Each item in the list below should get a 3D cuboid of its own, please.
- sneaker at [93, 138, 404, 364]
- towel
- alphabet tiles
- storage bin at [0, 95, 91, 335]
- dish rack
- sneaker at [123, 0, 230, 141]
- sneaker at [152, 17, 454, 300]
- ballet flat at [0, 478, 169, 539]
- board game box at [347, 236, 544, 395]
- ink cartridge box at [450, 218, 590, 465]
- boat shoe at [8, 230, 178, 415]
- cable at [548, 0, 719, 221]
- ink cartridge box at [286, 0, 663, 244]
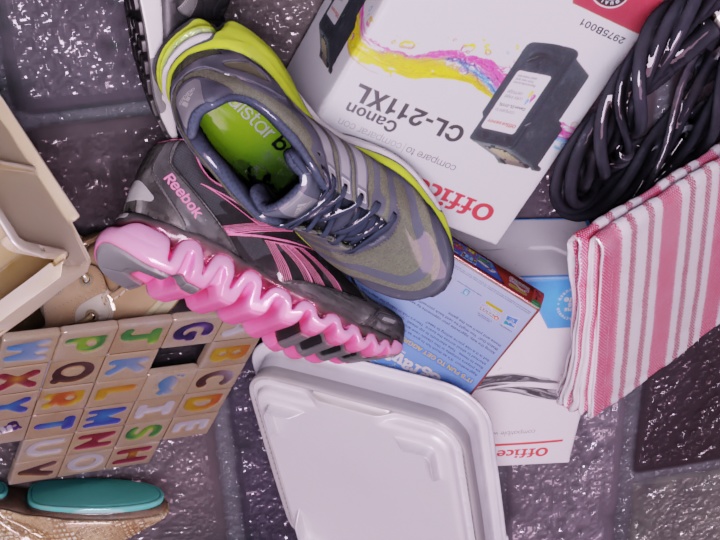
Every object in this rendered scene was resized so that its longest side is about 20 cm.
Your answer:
[{"bbox_3d":[-0.050,-0.010,0.836,0.199,0.096,0.079,27,155,-31],"label":"sneaker"},{"bbox_3d":[0.199,-0.008,0.923,0.199,0.030,0.147,-31,137,-29],"label":"towel"},{"bbox_3d":[-0.156,0.082,0.916,0.166,0.008,0.200,-7,150,-27],"label":"alphabet tiles"},{"bbox_3d":[-0.274,-0.029,0.754,0.199,0.094,0.199,-35,87,13],"label":"storage bin"},{"bbox_3d":[0.008,0.139,0.967,0.170,0.044,0.201,13,138,24],"label":"dish rack"},{"bbox_3d":[-0.082,-0.160,0.774,0.087,0.076,0.201,-11,128,-11],"label":"sneaker"},{"bbox_3d":[-0.028,-0.041,0.762,0.200,0.081,0.074,37,113,-23],"label":"sneaker"},{"bbox_3d":[-0.229,0.173,0.986,0.198,0.071,0.066,5,100,-6],"label":"ballet flat"},{"bbox_3d":[0.000,0.000,0.886,0.199,0.019,0.103,32,126,-5],"label":"board game box"},{"bbox_3d":[0.089,0.066,0.980,0.115,0.068,0.201,-1,127,-11],"label":"ink cartridge box"},{"bbox_3d":[-0.168,0.016,0.884,0.200,0.072,0.064,-42,124,20],"label":"boat shoe"},{"bbox_3d":[0.173,-0.090,0.845,0.163,0.051,0.201,-33,160,-44],"label":"cable"},{"bbox_3d":[0.061,-0.131,0.817,0.145,0.083,0.201,19,120,-24],"label":"ink cartridge box"}]
